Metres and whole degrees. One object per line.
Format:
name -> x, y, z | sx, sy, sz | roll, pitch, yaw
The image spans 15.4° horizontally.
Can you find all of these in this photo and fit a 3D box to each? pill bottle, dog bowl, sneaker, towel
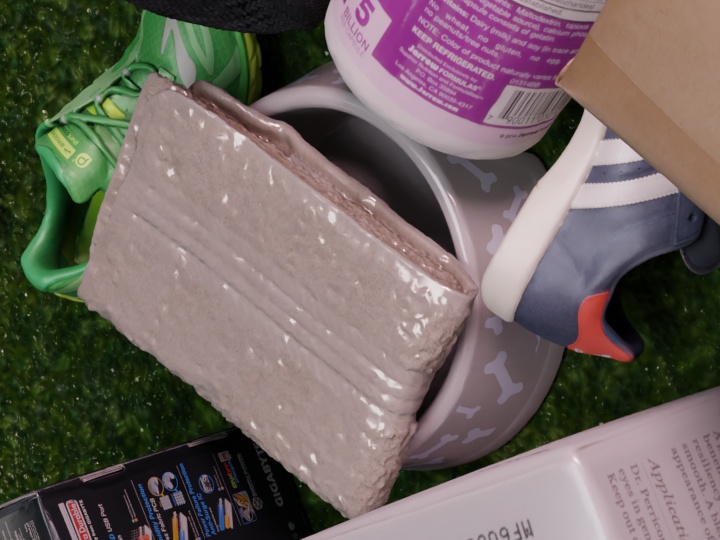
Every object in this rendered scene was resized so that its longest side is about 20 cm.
pill bottle -> 0.073, -0.150, 1.088 | 0.112, 0.112, 0.200 | 49, 130, 21
dog bowl -> 0.000, 0.000, 1.225 | 0.199, 0.059, 0.201 | 9, 104, 38
sneaker -> 0.130, -0.051, 1.106 | 0.084, 0.075, 0.201 | 30, 113, 8
sneaker -> -0.108, -0.064, 1.283 | 0.074, 0.083, 0.201 | 42, 123, 35
towel -> -0.041, 0.008, 1.203 | 0.200, 0.034, 0.133 | 38, 123, 27

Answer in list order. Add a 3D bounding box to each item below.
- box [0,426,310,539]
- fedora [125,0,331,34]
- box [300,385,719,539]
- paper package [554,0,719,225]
box -> -0.075, 0.183, 1.260 | 0.046, 0.159, 0.201 | -27, 83, 41
fedora -> -0.063, -0.159, 1.144 | 0.200, 0.200, 0.092 | -6, 68, 41
box -> 0.096, 0.171, 1.104 | 0.200, 0.171, 0.200 | -23, 85, 42
paper package -> 0.204, -0.056, 0.953 | 0.200, 0.190, 0.104 | 43, 121, 24
